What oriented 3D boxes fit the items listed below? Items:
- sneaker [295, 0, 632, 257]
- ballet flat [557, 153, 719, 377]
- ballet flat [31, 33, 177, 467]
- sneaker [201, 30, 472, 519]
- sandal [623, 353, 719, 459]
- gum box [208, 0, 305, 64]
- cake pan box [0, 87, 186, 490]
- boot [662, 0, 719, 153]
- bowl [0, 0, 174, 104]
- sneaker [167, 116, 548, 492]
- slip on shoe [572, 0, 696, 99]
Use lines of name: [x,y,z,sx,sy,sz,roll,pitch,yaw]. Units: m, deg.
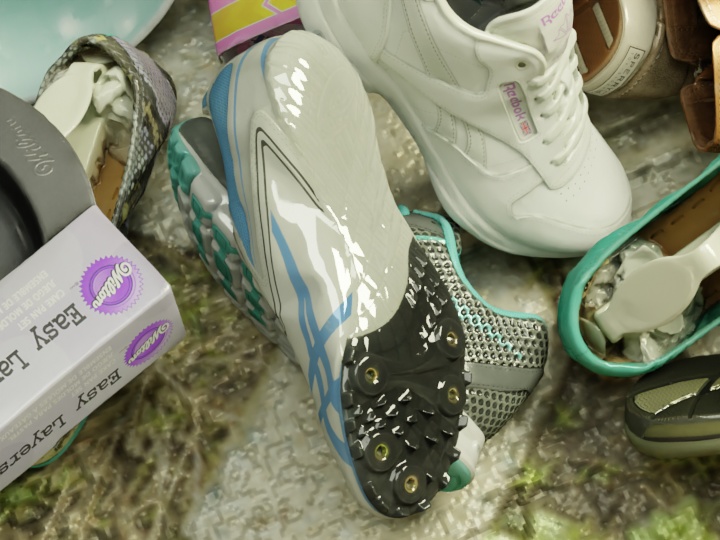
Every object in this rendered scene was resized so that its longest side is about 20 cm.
sneaker: [0.061,-0.074,1.136,0.099,0.200,0.075,-15,44,41]
ballet flat: [0.161,-0.020,1.120,0.200,0.070,0.067,-40,97,19]
ballet flat: [-0.135,-0.016,1.187,0.072,0.072,0.201,10,67,10]
sneaker: [-0.012,0.004,1.103,0.072,0.072,0.201,-9,78,-39]
sandal: [0.209,0.068,1.127,0.199,0.080,0.058,-1,109,13]
gum box: [0.018,-0.164,1.209,0.199,0.066,0.114,-21,61,24]
cake pan box: [-0.197,0.012,1.114,0.200,0.052,0.184,-38,71,-14]
boot: [0.200,-0.138,1.200,0.154,0.077,0.201,-4,75,-15]
bowl: [-0.178,-0.179,1.218,0.200,0.202,0.105,-18,44,-4]
sneaker: [0.000,0.000,1.172,0.091,0.078,0.200,-40,77,-17]
slip on shoe: [0.105,-0.163,1.245,0.060,0.076,0.201,9,48,-35]
